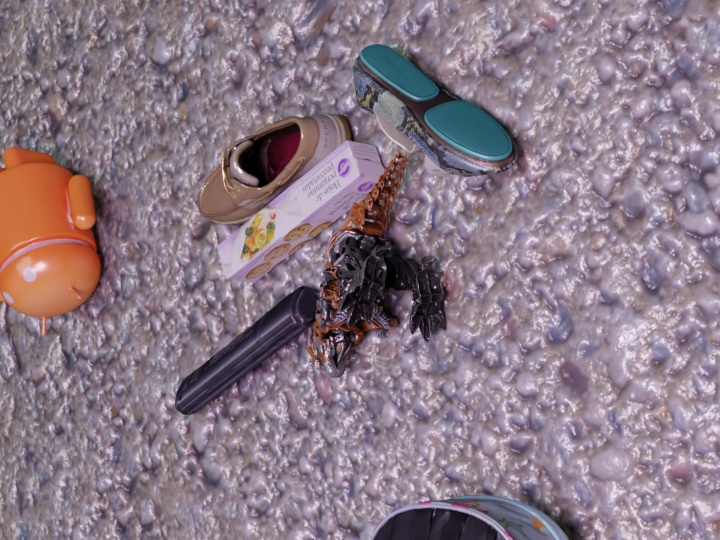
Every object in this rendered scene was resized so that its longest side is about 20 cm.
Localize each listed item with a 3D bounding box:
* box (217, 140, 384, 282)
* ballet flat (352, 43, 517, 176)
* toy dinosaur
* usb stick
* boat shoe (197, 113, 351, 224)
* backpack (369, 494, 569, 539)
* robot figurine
[{"bbox_3d":[-0.058,-0.052,1.457,0.200,0.041,0.039,-36,63,35],"label":"box"},{"bbox_3d":[0.063,-0.122,1.340,0.200,0.074,0.075,47,117,39],"label":"ballet flat"},{"bbox_3d":[0.000,0.000,1.365,0.136,0.101,0.202,-142,45,-57],"label":"toy dinosaur"},{"bbox_3d":[-0.109,0.079,1.489,0.200,0.033,0.056,-37,18,35],"label":"usb stick"},{"bbox_3d":[-0.097,-0.101,1.481,0.199,0.066,0.075,-29,67,39],"label":"boat shoe"},{"bbox_3d":[0.089,0.275,1.203,0.176,0.150,0.202,-3,91,41],"label":"backpack"},{"bbox_3d":[-0.347,-0.036,1.685,0.143,0.117,0.201,-19,66,-4],"label":"robot figurine"}]
